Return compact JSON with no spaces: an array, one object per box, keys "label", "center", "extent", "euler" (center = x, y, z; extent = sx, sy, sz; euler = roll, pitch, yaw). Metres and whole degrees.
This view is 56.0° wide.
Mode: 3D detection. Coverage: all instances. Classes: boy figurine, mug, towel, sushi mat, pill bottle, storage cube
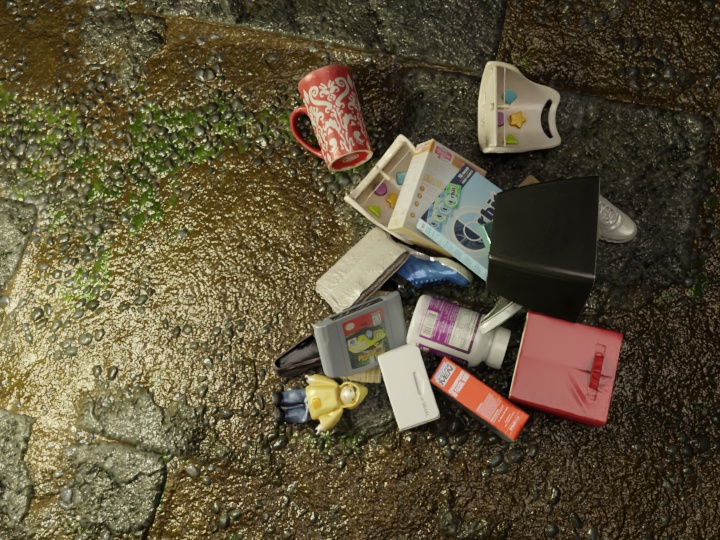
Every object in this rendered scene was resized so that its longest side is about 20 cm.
[{"label":"boy figurine","center":[-0.081,0.279,1.416],"extent":[0.196,0.064,0.127],"euler":[-9,74,7]},{"label":"mug","center":[-0.061,-0.331,1.541],"extent":[0.132,0.177,0.203],"euler":[-11,78,-34]},{"label":"towel","center":[0.000,0.000,1.439],"extent":[0.200,0.035,0.132],"euler":[-44,42,-4]},{"label":"sushi mat","center":[0.011,0.136,1.446],"extent":[0.094,0.012,0.204],"euler":[12,77,-18]},{"label":"pill bottle","center":[0.203,0.131,1.393],"extent":[0.197,0.112,0.114],"euler":[18,79,10]},{"label":"storage cube","center":[0.392,0.194,1.317],"extent":[0.177,0.200,0.174],"euler":[13,79,15]}]

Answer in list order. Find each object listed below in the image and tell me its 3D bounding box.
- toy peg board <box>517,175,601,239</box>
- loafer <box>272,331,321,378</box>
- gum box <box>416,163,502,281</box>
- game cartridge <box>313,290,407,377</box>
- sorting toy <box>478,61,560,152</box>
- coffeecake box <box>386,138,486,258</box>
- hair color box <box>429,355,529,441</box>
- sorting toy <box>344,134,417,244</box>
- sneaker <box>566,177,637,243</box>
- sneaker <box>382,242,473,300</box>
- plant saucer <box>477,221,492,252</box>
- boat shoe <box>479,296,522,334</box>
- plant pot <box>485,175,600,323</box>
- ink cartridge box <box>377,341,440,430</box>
[{"label":"toy peg board","center":[0.363,-0.058,1.441],"extent":[0.200,0.098,0.199],"euler":[43,69,12]},{"label":"loafer","center":[-0.098,0.168,1.440],"extent":[0.198,0.063,0.073],"euler":[-29,73,-3]},{"label":"gum box","center":[0.240,-0.093,1.365],"extent":[0.199,0.045,0.170],"euler":[38,68,8]},{"label":"game cartridge","center":[0.007,0.137,1.395],"extent":[0.197,0.041,0.135],"euler":[-21,115,-21]},{"label":"sorting toy","center":[0.355,-0.339,1.492],"extent":[0.176,0.107,0.204],"euler":[3,79,-3]},{"label":"coffeecake box","center":[0.165,-0.151,1.447],"extent":[0.152,0.073,0.203],"euler":[25,79,-23]},{"label":"hair color box","center":[0.234,0.259,1.361],"extent":[0.198,0.111,0.064],"euler":[33,81,12]},{"label":"sorting toy","center":[0.083,-0.155,1.485],"extent":[0.180,0.107,0.201],"euler":[41,72,-1]},{"label":"sneaker","center":[0.498,-0.129,1.438],"extent":[0.198,0.081,0.076],"euler":[34,81,11]},{"label":"sneaker","center":[0.133,0.023,1.441],"extent":[0.197,0.077,0.113],"euler":[20,73,15]},{"label":"plant saucer","center":[0.332,-0.086,1.341],"extent":[0.197,0.019,0.071],"euler":[-16,71,-15]},{"label":"boat shoe","center":[0.300,0.043,1.326],"extent":[0.199,0.071,0.064],"euler":[-41,79,-4]},{"label":"plant pot","center":[0.320,-0.042,1.218],"extent":[0.174,0.201,0.203],"euler":[7,67,12]},{"label":"ink cartridge box","center":[0.096,0.233,1.335],"extent":[0.083,0.200,0.148],"euler":[-18,75,1]}]
